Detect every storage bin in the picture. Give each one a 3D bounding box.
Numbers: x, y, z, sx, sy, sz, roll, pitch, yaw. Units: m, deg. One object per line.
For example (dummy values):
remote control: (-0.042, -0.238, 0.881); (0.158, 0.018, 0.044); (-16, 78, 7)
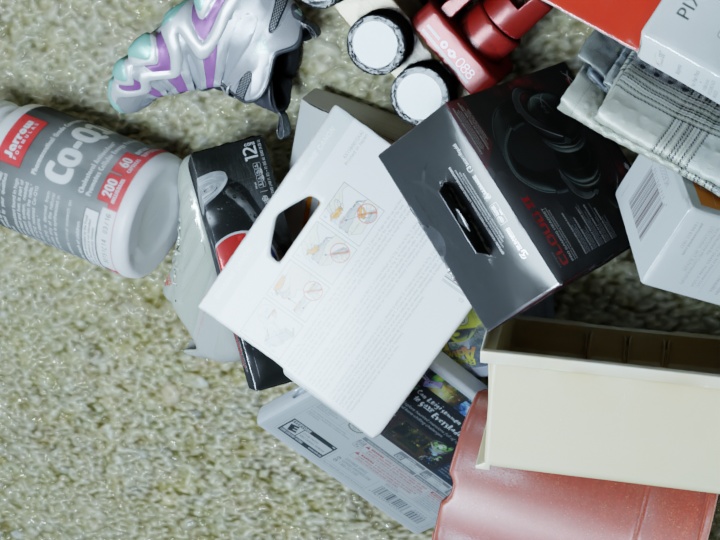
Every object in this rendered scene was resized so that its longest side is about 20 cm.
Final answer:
storage bin: (0.194, 0.074, 1.204); (0.199, 0.199, 0.094); (5, 110, 9)

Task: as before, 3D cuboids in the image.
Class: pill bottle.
pill bottle: (-0.260, -0.078, 1.448); (0.200, 0.114, 0.114); (21, 123, 17)

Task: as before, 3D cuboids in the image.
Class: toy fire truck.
toy fire truck: (0.068, -0.224, 1.201); (0.200, 0.129, 0.176); (-40, 92, 25)

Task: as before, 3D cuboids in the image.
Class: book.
book: (-0.002, -0.039, 1.375); (0.133, 0.048, 0.200); (24, 127, 18)

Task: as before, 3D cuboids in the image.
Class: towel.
towel: (0.254, -0.133, 1.099); (0.200, 0.193, 0.035); (29, 154, 12)

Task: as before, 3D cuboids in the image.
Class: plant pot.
plant pot: (0.165, 0.188, 1.281); (0.195, 0.201, 0.201); (14, 121, 10)

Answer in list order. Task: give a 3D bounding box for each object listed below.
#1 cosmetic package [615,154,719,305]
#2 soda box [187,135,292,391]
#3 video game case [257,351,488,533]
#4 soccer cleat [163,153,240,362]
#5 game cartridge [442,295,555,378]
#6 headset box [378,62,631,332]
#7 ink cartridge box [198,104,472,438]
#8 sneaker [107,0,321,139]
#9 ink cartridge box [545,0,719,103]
cosmetic package: (0.285, -0.022, 1.134); (0.200, 0.102, 0.071); (15, 128, -18)
soda box: (-0.086, -0.005, 1.358); (0.063, 0.071, 0.201); (-16, 89, -9)
video game case: (0.044, 0.140, 1.404); (0.200, 0.023, 0.182); (38, 131, -26)
soccer cleat: (-0.141, -0.006, 1.447); (0.077, 0.069, 0.200); (-4, 117, 14)
game cartridge: (0.057, 0.028, 1.339); (0.199, 0.041, 0.133); (-1, 129, 11)
headset box: (0.115, -0.055, 1.188); (0.077, 0.200, 0.149); (-36, 82, 36)
ink cartridge box: (0.000, 0.000, 1.277); (0.173, 0.044, 0.200); (36, 103, 3)
sneaker: (-0.112, -0.155, 1.350); (0.140, 0.078, 0.200); (49, 127, -1)
ink cartridge box: (0.234, -0.223, 1.065); (0.173, 0.044, 0.200); (32, 82, 10)
